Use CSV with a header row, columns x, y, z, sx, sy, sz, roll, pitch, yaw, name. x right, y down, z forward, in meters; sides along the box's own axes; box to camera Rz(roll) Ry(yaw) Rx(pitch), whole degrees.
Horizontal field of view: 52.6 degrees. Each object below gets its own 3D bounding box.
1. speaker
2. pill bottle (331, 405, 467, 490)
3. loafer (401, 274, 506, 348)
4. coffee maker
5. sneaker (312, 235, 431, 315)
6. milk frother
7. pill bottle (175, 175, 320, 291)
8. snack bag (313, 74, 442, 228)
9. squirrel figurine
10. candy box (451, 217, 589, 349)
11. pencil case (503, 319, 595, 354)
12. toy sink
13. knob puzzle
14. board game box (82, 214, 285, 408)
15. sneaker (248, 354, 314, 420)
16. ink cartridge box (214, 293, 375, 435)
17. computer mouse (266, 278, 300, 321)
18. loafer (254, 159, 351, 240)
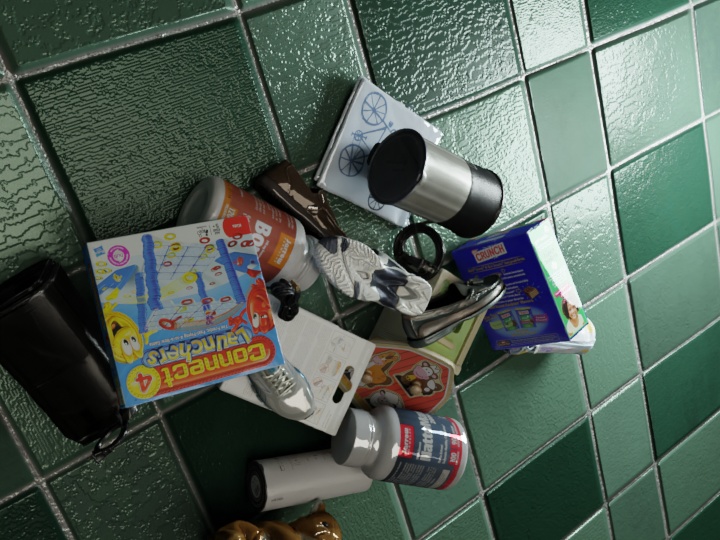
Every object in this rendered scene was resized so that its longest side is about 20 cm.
x,y,z,sx,sy,sz,roll,pitch,yaw,name
-0.080,0.336,1.188,0.200,0.081,0.081,0,100,-33,speaker
0.061,0.284,1.181,0.200,0.120,0.120,15,92,-24,pill bottle
0.150,0.050,1.155,0.200,0.072,0.063,-31,106,-25,loafer
-0.361,0.100,0.894,0.135,0.192,0.200,-42,120,-22,coffee maker
0.000,0.000,1.104,0.199,0.130,0.080,19,92,-25,sneaker
0.087,-0.092,1.123,0.188,0.180,0.200,18,86,-40,milk frother
-0.152,-0.045,1.043,0.200,0.112,0.112,27,86,-33,pill bottle
0.036,-0.188,1.187,0.200,0.021,0.189,23,88,-36,snack bag
-0.131,0.423,1.120,0.187,0.200,0.142,-17,90,-32,squirrel figurine
0.276,0.027,1.266,0.077,0.169,0.200,-32,102,-41,candy box
0.365,0.124,1.419,0.200,0.091,0.083,4,98,-34,pencil case
0.113,0.104,1.242,0.130,0.112,0.200,31,83,-33,toy sink
0.062,0.188,1.195,0.220,0.220,0.030,54,29,-29,knob puzzle
-0.214,0.047,0.890,0.200,0.056,0.196,-13,85,-26,board game box
-0.133,0.144,1.049,0.075,0.087,0.200,-42,105,-13,sneaker
-0.100,0.144,1.128,0.200,0.057,0.163,27,85,-22,ink cartridge box
-0.184,0.028,1.025,0.200,0.110,0.044,12,68,-3,computer mouse
-0.068,-0.093,1.109,0.200,0.073,0.071,44,74,-33,loafer
